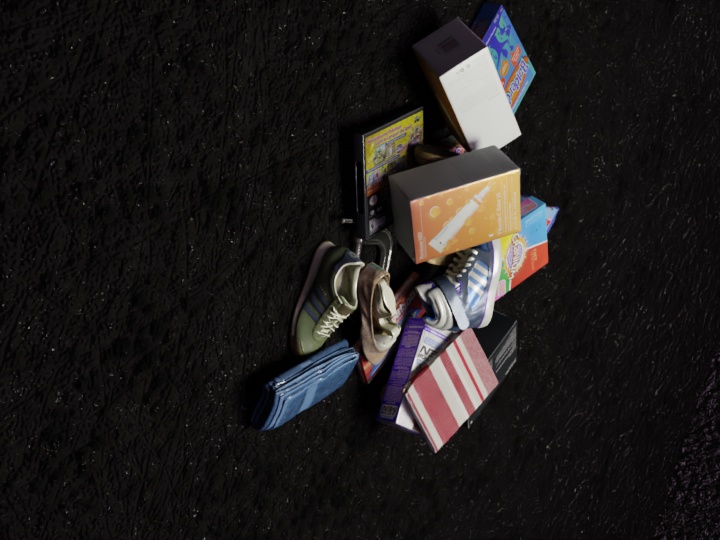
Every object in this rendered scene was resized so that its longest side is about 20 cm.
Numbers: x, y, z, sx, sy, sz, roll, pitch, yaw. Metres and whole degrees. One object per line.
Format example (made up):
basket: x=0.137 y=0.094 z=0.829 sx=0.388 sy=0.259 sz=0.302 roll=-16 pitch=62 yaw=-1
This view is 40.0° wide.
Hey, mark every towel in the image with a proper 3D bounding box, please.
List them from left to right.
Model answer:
towel: x=-0.090 y=0.192 z=1.625 sx=0.199 sy=0.048 sz=0.112 roll=-27 pitch=152 yaw=-45
towel: x=0.165 y=0.213 z=1.805 sx=0.200 sy=0.023 sz=0.145 roll=-42 pitch=115 yaw=-31

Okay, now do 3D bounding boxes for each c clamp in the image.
c clamp: x=0.000 y=0.000 z=1.716 sx=0.170 sy=0.027 sz=0.202 roll=-13 pitch=112 yaw=-55

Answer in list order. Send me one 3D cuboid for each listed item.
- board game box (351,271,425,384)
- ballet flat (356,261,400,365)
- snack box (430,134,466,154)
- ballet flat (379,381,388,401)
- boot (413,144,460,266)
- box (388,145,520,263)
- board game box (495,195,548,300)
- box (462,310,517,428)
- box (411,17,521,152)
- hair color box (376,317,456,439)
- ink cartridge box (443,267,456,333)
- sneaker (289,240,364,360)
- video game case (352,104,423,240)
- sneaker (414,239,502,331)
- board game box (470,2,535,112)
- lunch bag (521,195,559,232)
board game box: x=0.056 y=0.105 z=1.818 sx=0.200 sy=0.019 sz=0.103 roll=-50 pitch=144 yaw=-28
ballet flat: x=0.033 y=0.082 z=1.701 sx=0.068 sy=0.067 sz=0.202 roll=-37 pitch=128 yaw=-40
snack box: x=0.195 y=-0.158 z=1.876 sx=0.142 sy=0.053 sz=0.202 roll=-30 pitch=126 yaw=-42
ballet flat: x=0.109 y=0.189 z=1.894 sx=0.199 sy=0.063 sz=0.069 roll=-36 pitch=102 yaw=-31
boot: x=0.135 y=-0.112 z=1.760 sx=0.174 sy=0.066 sz=0.201 roll=9 pitch=109 yaw=-37
box: x=0.160 y=-0.112 z=1.664 sx=0.198 sy=0.098 sz=0.125 roll=-17 pitch=126 yaw=-12
board game box: x=0.281 y=-0.032 z=1.928 sx=0.199 sy=0.040 sz=0.154 roll=-34 pitch=134 yaw=-23
box: x=0.243 y=0.200 z=2.039 sx=0.200 sy=0.078 sz=0.142 roll=-48 pitch=146 yaw=-29
box: x=0.185 y=-0.311 z=1.716 sx=0.097 sy=0.125 sz=0.201 roll=-31 pitch=132 yaw=1
hair color box: x=0.113 y=0.199 z=1.818 sx=0.109 sy=0.065 sz=0.202 roll=27 pitch=74 yaw=-33
ink cartridge box: x=0.180 y=0.095 z=1.957 sx=0.095 sy=0.037 sz=0.201 roll=-52 pitch=145 yaw=-30
sneaker: x=-0.050 y=0.058 z=1.615 sx=0.067 sy=0.089 sz=0.202 roll=12 pitch=94 yaw=-54
video game case: x=0.051 y=-0.170 z=1.690 sx=0.200 sy=0.025 sz=0.182 roll=-34 pitch=129 yaw=-50
sneaker: x=0.169 y=0.010 z=1.773 sx=0.145 sy=0.080 sz=0.202 roll=1 pitch=98 yaw=-25
board game box: x=0.253 y=-0.379 z=1.871 sx=0.153 sy=0.045 sz=0.200 roll=-62 pitch=142 yaw=-15
lunch bag: x=0.314 y=-0.048 z=2.051 sx=0.150 sy=0.094 sz=0.202 roll=-5 pitch=114 yaw=-51
